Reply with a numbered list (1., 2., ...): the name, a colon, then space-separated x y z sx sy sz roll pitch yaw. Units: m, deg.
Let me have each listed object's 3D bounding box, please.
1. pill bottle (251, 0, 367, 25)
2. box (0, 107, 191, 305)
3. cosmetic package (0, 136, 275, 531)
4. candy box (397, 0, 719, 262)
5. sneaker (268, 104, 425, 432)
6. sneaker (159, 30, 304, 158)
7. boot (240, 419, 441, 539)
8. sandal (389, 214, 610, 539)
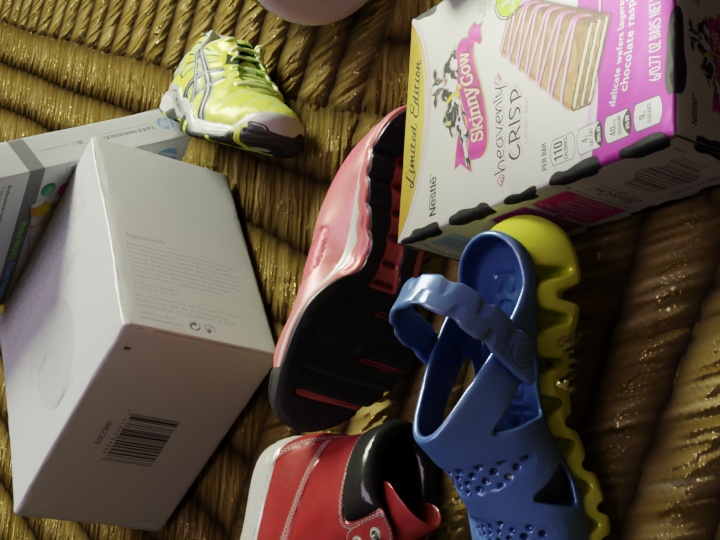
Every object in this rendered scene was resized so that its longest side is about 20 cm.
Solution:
1. pill bottle: -0.065 -0.250 0.936 0.200 0.111 0.112 44 114 56
2. box: -0.243 -0.045 1.041 0.041 0.199 0.156 48 133 21
3. cosmetic package: -0.173 0.049 0.975 0.200 0.122 0.201 -55 38 31
4. candy box: 0.101 -0.092 0.648 0.200 0.061 0.137 -23 58 54
5. sneaker: 0.000 0.000 0.779 0.201 0.073 0.087 -67 19 -3
6. sneaker: -0.097 -0.134 0.976 0.200 0.075 0.077 32 106 57
7. boot: -0.015 0.183 0.715 0.144 0.072 0.201 -18 59 53
8. sandal: 0.058 0.075 0.606 0.079 0.087 0.202 -19 76 52
